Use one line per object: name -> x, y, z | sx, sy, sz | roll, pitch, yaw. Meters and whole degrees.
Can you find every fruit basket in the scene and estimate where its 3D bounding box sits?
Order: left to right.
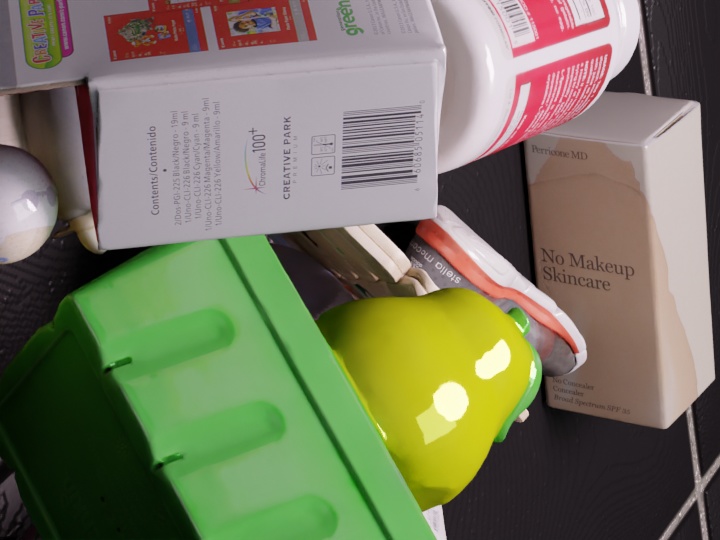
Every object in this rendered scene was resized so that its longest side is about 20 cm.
fruit basket -> -0.026, 0.075, 0.967 | 0.215, 0.156, 0.216 | 22, 46, -24

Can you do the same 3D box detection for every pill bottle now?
pill bottle -> 0.073, -0.125, 1.281 | 0.200, 0.112, 0.113 | -24, 118, -53

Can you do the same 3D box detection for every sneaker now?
sneaker -> 0.065, 0.029, 1.372 | 0.082, 0.077, 0.200 | -49, 144, 1

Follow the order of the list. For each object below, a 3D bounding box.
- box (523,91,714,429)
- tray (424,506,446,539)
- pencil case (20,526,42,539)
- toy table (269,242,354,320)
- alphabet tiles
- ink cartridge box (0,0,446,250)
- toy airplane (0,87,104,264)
box -> 0.167, -0.009, 1.481 | 0.078, 0.095, 0.201 | -37, 127, -47
tray -> 0.017, 0.122, 1.222 | 0.107, 0.022, 0.200 | 47, 24, -36
pencil case -> -0.147, 0.218, 1.050 | 0.087, 0.087, 0.200 | 42, 62, -54
toy table -> -0.043, 0.071, 1.082 | 0.117, 0.183, 0.200 | 72, -3, -74
alphabet tiles -> 0.000, 0.000, 1.119 | 0.196, 0.200, 0.015 | 44, 82, -10
ink cartridge box -> -0.072, -0.107, 0.903 | 0.200, 0.175, 0.084 | -104, -169, -46
toy airplane -> -0.172, -0.044, 0.883 | 0.200, 0.141, 0.199 | -59, 142, -30
